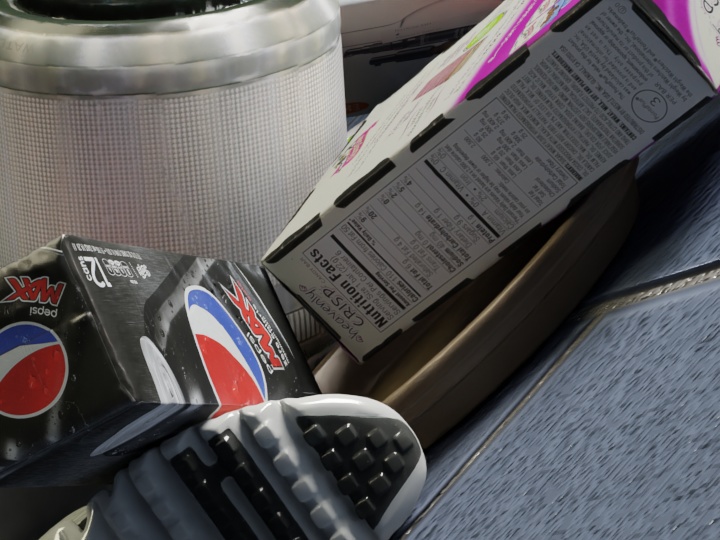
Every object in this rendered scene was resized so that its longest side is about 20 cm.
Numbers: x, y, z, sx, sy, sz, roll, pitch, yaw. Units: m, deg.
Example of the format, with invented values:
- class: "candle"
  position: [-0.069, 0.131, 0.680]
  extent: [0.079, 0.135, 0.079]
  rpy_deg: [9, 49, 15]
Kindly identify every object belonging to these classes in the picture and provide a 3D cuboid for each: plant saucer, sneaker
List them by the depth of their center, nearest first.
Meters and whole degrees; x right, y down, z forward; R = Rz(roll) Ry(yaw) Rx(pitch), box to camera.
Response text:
- class: "sneaker"
  position: [-0.067, 0.097, 1.047]
  extent: [0.200, 0.075, 0.081]
  rpy_deg: [-27, 6, 13]
- class: "plant saucer"
  position: [0.038, 0.019, 1.148]
  extent: [0.200, 0.029, 0.200]
  rpy_deg: [-44, 8, 8]

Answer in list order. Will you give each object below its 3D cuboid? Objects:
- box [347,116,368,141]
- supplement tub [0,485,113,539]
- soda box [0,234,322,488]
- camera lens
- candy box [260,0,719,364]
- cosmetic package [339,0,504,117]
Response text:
- class: "box"
  position: [-0.036, -0.014, 1.492]
  extent: [0.110, 0.035, 0.200]
  rpy_deg: [-36, -5, -31]
- class: "supplement tub"
  position: [-0.169, 0.062, 1.174]
  extent: [0.107, 0.107, 0.200]
  rpy_deg: [-46, 26, -17]
- class: "soda box"
  position: [-0.081, 0.035, 1.042]
  extent: [0.071, 0.063, 0.200]
  rpy_deg: [-27, -10, 15]
- class: "camera lens"
  position: [-0.083, -0.035, 1.253]
  extent: [0.160, 0.200, 0.160]
  rpy_deg: [-3, 19, 1]
- class: "candy box"
  position: [0.066, -0.064, 1.123]
  extent: [0.200, 0.061, 0.136]
  rpy_deg: [-37, 11, 36]
- class: "cosmetic package"
  position: [0.020, -0.130, 1.481]
  extent: [0.150, 0.052, 0.200]
  rpy_deg: [-9, -12, -3]
